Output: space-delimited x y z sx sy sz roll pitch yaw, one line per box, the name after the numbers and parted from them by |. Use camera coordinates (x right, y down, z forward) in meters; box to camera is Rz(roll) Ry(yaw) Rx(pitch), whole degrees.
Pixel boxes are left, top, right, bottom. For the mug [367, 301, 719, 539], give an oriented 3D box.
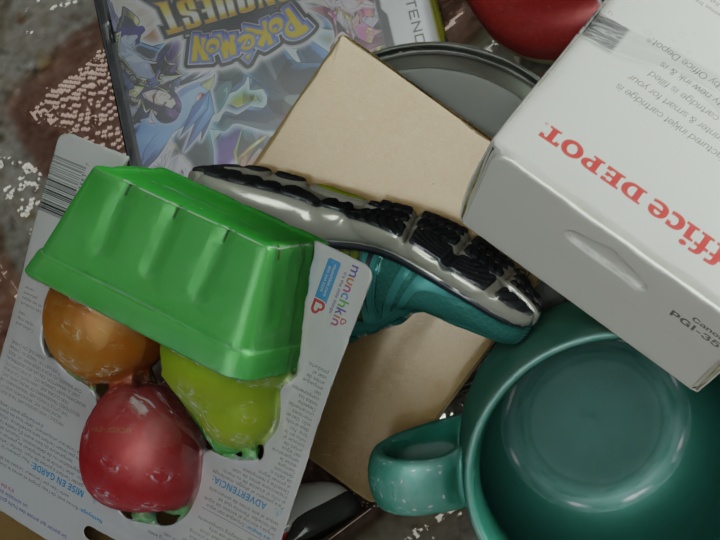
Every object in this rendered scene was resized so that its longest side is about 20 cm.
0.113 0.084 0.846 0.185 0.114 0.152 27 101 -4 | mug

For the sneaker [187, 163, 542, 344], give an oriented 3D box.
-0.003 0.003 0.842 0.200 0.077 0.080 17 104 17 | sneaker

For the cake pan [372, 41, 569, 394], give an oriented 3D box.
0.038 -0.026 0.906 0.200 0.037 0.201 1 96 8 | cake pan

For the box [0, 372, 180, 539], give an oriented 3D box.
-0.161 0.148 0.848 0.163 0.021 0.200 -21 53 -6 | box

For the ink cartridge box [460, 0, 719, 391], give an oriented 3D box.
0.162 -0.067 0.779 0.146 0.083 0.200 36 66 7 | ink cartridge box

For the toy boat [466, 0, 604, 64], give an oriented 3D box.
0.096 -0.213 0.891 0.130 0.131 0.200 -29 79 6 | toy boat

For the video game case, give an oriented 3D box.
-0.045 -0.107 0.959 0.200 0.026 0.181 -14 81 8 | video game case

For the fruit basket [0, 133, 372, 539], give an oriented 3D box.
-0.097 0.056 0.798 0.185 0.094 0.200 24 110 25 | fruit basket

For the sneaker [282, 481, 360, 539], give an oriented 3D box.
-0.106 0.123 0.913 0.201 0.067 0.108 -22 80 19 | sneaker

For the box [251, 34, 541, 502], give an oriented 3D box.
0.000 0.000 0.883 0.163 0.021 0.200 36 100 3 | box
